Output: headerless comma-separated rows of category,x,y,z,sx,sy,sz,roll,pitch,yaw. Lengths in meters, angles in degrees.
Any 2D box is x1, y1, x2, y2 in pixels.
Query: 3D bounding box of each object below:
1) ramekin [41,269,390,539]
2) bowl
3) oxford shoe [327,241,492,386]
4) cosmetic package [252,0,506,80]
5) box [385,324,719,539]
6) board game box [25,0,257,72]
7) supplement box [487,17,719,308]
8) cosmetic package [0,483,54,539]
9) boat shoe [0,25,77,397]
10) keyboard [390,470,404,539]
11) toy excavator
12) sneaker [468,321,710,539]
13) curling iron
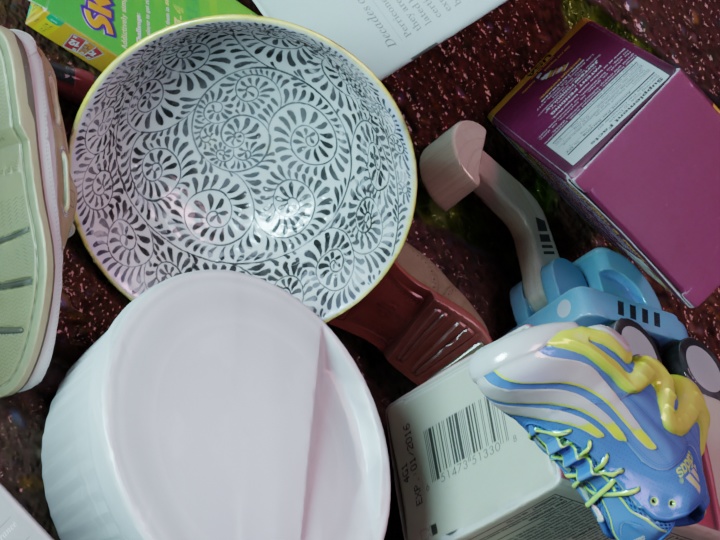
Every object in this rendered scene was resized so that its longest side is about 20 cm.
ramekin,-0.085,0.108,1.274,0.201,0.094,0.204,20,58,-36
bowl,-0.066,-0.069,1.338,0.201,0.200,0.094,45,19,-19
oxford shoe,0.000,0.000,1.443,0.200,0.070,0.075,44,14,-13
cosmetic package,0.034,-0.241,1.459,0.165,0.199,0.165,53,35,-10
box,0.131,0.129,1.430,0.199,0.128,0.110,21,48,-42
board game box,-0.124,-0.149,1.404,0.199,0.030,0.096,34,48,-32
supplement box,0.183,-0.077,1.537,0.131,0.103,0.200,45,3,-21
cosmetic package,-0.249,0.098,1.106,0.107,0.090,0.200,-46,109,-13
boat shoe,-0.185,-0.032,1.253,0.068,0.074,0.202,6,83,-65
keyboard,0.006,0.190,1.378,0.200,0.021,0.128,-28,92,-48
toy excavator,0.131,0.011,1.541,0.194,0.100,0.201,17,47,-40
sneaker,0.141,0.096,1.288,0.199,0.076,0.106,17,52,-45
curling iron,-0.165,-0.095,1.345,0.199,0.025,0.050,15,82,-44
